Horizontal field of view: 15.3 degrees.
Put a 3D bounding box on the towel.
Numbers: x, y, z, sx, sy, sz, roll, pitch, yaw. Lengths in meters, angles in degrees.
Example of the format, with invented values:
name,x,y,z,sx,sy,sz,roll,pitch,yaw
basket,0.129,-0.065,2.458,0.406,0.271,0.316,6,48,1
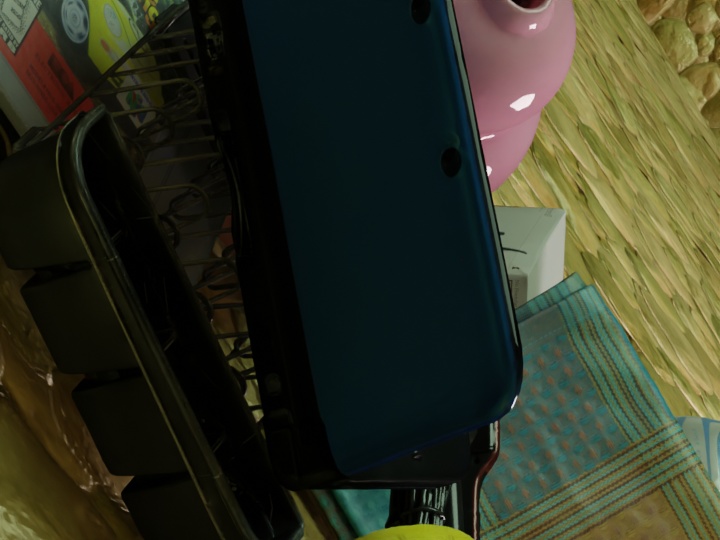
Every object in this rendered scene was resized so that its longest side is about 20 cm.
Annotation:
name,x,y,z,sx,sy,sz,roll,pitch,yaw
towel,0.080,0.115,1.040,0.201,0.146,0.022,58,-19,8

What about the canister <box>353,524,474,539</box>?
name,x,y,z,sx,sy,sz,roll,pitch,yaw
canister,0.048,0.196,0.828,0.149,0.086,0.200,44,19,-42

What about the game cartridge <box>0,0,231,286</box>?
name,x,y,z,sx,sy,sz,roll,pitch,yaw
game cartridge,-0.104,-0.082,0.917,0.200,0.041,0.133,58,30,-30

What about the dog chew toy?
name,x,y,z,sx,sy,sz,roll,pitch,yaw
dog chew toy,0.013,-0.068,1.031,0.124,0.200,0.125,11,66,-26

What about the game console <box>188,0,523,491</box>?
name,x,y,z,sx,sy,sz,roll,pitch,yaw
game console,0.018,-0.039,0.848,0.170,0.118,0.201,8,70,-61

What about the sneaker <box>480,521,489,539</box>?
name,x,y,z,sx,sy,sz,roll,pitch,yaw
sneaker,0.047,0.077,1.132,0.115,0.075,0.201,52,16,-26

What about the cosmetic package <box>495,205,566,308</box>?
name,x,y,z,sx,sy,sz,roll,pitch,yaw
cosmetic package,0.050,0.004,1.284,0.200,0.082,0.051,-48,143,-77

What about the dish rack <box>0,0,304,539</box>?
name,x,y,z,sx,sy,sz,roll,pitch,yaw
dish rack,-0.045,-0.009,0.898,0.154,0.054,0.200,67,29,-18

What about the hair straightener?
name,x,y,z,sx,sy,sz,roll,pitch,yaw
hair straightener,0.019,0.075,0.974,0.077,0.041,0.201,48,42,-51

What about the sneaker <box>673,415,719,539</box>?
name,x,y,z,sx,sy,sz,roll,pitch,yaw
sneaker,0.133,0.157,1.085,0.072,0.072,0.201,76,23,-73
